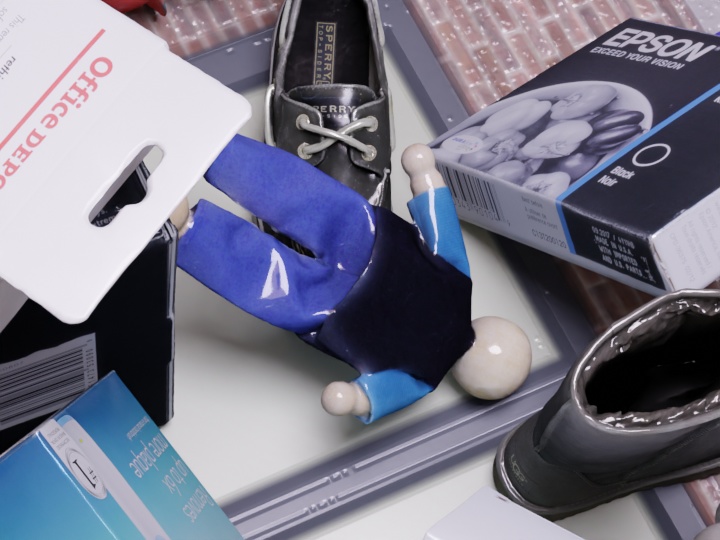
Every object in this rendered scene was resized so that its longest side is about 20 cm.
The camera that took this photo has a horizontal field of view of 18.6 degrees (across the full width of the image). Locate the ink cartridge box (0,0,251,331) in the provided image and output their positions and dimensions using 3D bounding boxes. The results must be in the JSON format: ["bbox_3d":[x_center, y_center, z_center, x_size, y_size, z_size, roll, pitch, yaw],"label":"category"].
[{"bbox_3d":[-0.151,-0.059,0.826,0.200,0.068,0.116,33,68,12],"label":"ink cartridge box"}]

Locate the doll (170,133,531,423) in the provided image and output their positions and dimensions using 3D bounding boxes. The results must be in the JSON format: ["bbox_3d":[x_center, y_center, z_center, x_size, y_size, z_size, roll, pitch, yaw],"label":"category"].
[{"bbox_3d":[0.000,0.000,1.008,0.200,0.048,0.137,31,68,-21],"label":"doll"}]

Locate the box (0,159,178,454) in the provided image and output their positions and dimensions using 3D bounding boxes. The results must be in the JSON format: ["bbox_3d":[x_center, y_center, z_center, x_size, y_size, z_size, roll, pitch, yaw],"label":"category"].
[{"bbox_3d":[-0.172,-0.032,0.961,0.124,0.200,0.197,-20,67,-14],"label":"box"}]

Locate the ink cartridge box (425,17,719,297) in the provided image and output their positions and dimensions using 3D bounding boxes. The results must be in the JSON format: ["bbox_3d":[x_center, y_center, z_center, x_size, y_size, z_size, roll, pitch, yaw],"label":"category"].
[{"bbox_3d":[0.158,-0.072,1.040,0.200,0.043,0.198,-32,27,-20],"label":"ink cartridge box"}]

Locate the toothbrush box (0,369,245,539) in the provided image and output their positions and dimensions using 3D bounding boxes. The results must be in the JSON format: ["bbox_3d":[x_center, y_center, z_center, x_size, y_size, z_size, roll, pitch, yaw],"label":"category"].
[{"bbox_3d":[-0.083,0.152,0.870,0.085,0.146,0.200,-36,91,8],"label":"toothbrush box"}]

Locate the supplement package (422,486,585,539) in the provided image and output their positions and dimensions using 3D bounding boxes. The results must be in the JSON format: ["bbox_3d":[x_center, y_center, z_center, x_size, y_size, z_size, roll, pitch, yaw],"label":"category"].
[{"bbox_3d":[0.100,0.180,0.819,0.200,0.156,0.111,26,95,10],"label":"supplement package"}]

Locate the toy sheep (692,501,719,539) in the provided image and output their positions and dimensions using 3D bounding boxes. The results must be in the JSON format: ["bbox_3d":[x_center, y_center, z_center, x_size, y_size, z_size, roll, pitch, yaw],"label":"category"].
[{"bbox_3d":[0.193,0.165,0.944,0.137,0.138,0.200,22,69,5],"label":"toy sheep"}]

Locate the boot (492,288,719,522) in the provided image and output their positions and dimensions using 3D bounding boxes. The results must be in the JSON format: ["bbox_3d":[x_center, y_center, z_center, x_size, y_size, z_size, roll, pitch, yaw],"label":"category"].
[{"bbox_3d":[0.146,0.045,0.956,0.181,0.200,0.073,-28,73,-18],"label":"boot"}]

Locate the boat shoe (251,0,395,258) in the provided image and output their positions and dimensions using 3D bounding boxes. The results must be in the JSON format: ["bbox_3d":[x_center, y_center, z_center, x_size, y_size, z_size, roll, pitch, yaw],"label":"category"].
[{"bbox_3d":[-0.018,-0.065,1.070,0.070,0.064,0.201,0,64,-7],"label":"boat shoe"}]

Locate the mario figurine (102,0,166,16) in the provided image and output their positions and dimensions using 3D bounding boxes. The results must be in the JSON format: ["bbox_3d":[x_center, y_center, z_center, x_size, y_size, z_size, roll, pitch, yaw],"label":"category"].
[{"bbox_3d":[-0.056,-0.190,1.104,0.200,0.123,0.106,-33,97,6],"label":"mario figurine"}]
